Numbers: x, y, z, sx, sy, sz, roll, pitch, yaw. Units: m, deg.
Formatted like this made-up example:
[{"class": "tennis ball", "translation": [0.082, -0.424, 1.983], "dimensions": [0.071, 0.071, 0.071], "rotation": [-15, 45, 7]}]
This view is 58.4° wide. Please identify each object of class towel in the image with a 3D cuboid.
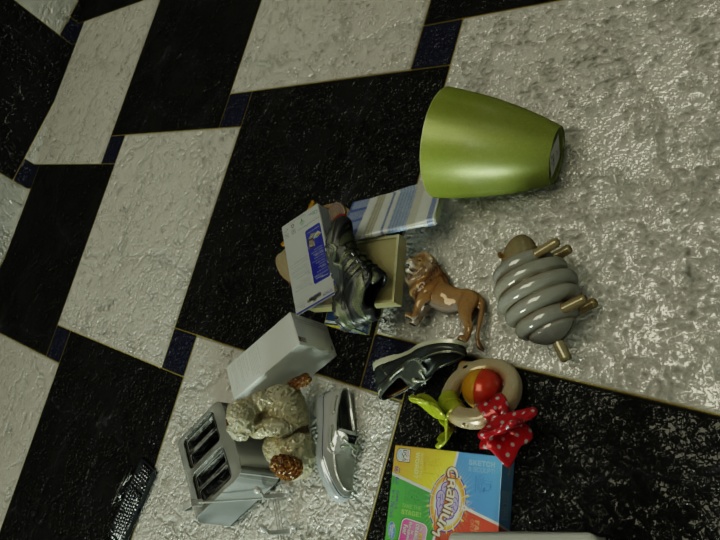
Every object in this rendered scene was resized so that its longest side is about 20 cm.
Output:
[{"class": "towel", "translation": [0.060, -0.106, 1.190], "dimensions": [0.198, 0.024, 0.147], "rotation": [-12, 32, 23]}]

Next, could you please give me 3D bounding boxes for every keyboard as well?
[{"class": "keyboard", "translation": [-0.554, 0.544, 1.524], "dimensions": [0.104, 0.039, 0.202], "rotation": [21, 86, 43]}]

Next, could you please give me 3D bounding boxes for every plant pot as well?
[{"class": "plant pot", "translation": [0.226, -0.199, 1.065], "dimensions": [0.198, 0.187, 0.189], "rotation": [13, 81, 28]}]

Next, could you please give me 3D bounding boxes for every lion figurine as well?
[{"class": "lion figurine", "translation": [0.149, 0.049, 1.098], "dimensions": [0.199, 0.073, 0.123], "rotation": [25, 76, 30]}]

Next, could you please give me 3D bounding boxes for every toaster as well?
[{"class": "toaster", "translation": [-0.257, 0.377, 1.276], "dimensions": [0.200, 0.118, 0.182], "rotation": [-45, 50, 18]}]

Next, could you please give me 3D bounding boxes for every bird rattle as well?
[{"class": "bird rattle", "translation": [0.178, 0.193, 0.969], "dimensions": [0.199, 0.113, 0.164], "rotation": [-13, 33, 45]}]

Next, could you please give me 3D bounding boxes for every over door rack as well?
[{"class": "over door rack", "translation": [-0.207, 0.469, 1.143], "dimensions": [0.067, 0.198, 0.149], "rotation": [120, 144, -48]}]

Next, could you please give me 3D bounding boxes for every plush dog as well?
[{"class": "plush dog", "translation": [-0.133, 0.295, 1.172], "dimensions": [0.159, 0.200, 0.173], "rotation": [-24, 80, 5]}]

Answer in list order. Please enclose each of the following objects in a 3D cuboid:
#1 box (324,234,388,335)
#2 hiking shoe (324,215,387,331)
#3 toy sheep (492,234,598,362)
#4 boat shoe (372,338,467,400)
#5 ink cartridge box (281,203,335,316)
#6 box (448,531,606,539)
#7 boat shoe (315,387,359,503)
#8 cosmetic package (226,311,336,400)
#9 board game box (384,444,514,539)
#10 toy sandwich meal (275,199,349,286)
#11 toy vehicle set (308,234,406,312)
[{"class": "box", "translation": [-0.004, 0.017, 1.234], "dimensions": [0.064, 0.070, 0.202], "rotation": [2, 74, 41]}, {"class": "hiking shoe", "translation": [0.000, 0.000, 1.111], "dimensions": [0.100, 0.076, 0.202], "rotation": [-11, 80, 22]}, {"class": "toy sheep", "translation": [0.266, 0.038, 0.951], "dimensions": [0.137, 0.137, 0.202], "rotation": [-31, 61, 28]}, {"class": "boat shoe", "translation": [0.101, 0.166, 1.078], "dimensions": [0.199, 0.071, 0.068], "rotation": [-29, 49, 39]}, {"class": "ink cartridge box", "translation": [-0.089, -0.017, 1.205], "dimensions": [0.099, 0.039, 0.202], "rotation": [-28, 56, 27]}, {"class": "box", "translation": [0.214, 0.419, 0.765], "dimensions": [0.170, 0.200, 0.201], "rotation": [-10, 66, 22]}, {"class": "boat shoe", "translation": [-0.037, 0.302, 1.143], "dimensions": [0.066, 0.073, 0.202], "rotation": [-33, 54, 28]}, {"class": "cosmetic package", "translation": [-0.157, 0.180, 1.275], "dimensions": [0.200, 0.112, 0.082], "rotation": [-40, 51, 20]}, {"class": "board game box", "translation": [0.135, 0.356, 0.993], "dimensions": [0.198, 0.040, 0.155], "rotation": [-7, 68, 39]}, {"class": "toy sandwich meal", "translation": [-0.094, -0.054, 1.342], "dimensions": [0.204, 0.070, 0.207], "rotation": [-17, 62, 36]}, {"class": "toy vehicle set", "translation": [-0.009, 0.008, 1.176], "dimensions": [0.198, 0.026, 0.126], "rotation": [-6, 69, 36]}]
